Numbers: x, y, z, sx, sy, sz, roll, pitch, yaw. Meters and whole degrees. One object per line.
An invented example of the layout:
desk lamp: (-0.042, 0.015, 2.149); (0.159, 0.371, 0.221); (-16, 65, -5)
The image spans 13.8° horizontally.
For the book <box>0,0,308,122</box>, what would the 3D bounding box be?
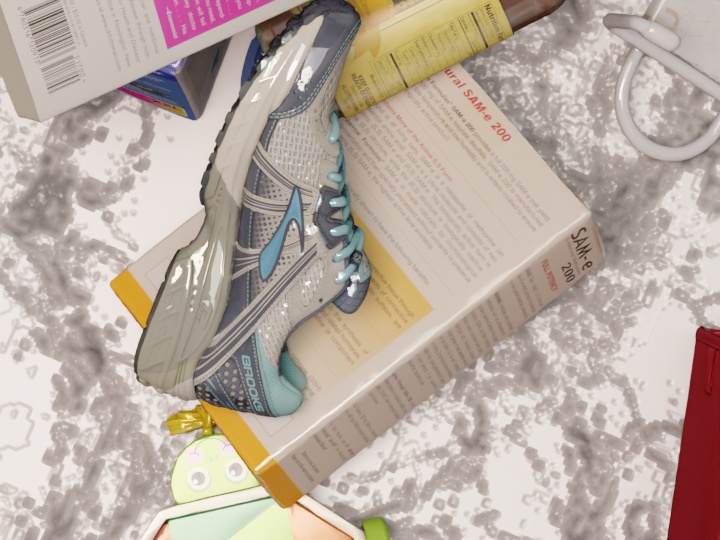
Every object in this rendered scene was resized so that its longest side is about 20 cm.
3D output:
book: (-0.075, -0.162, 1.265); (0.200, 0.048, 0.134); (-26, 112, -24)

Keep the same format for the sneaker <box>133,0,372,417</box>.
sneaker: (-0.029, -0.026, 1.329); (0.086, 0.078, 0.200); (22, 110, 2)

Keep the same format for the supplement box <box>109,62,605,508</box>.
supplement box: (0.000, 0.000, 1.413); (0.200, 0.074, 0.126); (-37, 69, -3)

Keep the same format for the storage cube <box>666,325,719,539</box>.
storage cube: (0.234, 0.128, 1.370); (0.171, 0.200, 0.180); (8, 93, -2)

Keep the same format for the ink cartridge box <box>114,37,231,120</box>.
ink cartridge box: (-0.089, -0.155, 1.372); (0.076, 0.200, 0.137); (20, 86, 0)

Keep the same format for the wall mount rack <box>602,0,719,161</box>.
wall mount rack: (0.220, -0.127, 1.444); (0.174, 0.075, 0.200); (30, 88, -18)

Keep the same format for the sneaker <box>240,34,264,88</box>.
sneaker: (0.012, -0.154, 1.446); (0.070, 0.078, 0.200); (34, 108, -2)

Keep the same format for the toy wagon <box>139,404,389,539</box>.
toy wagon: (-0.058, 0.162, 1.435); (0.155, 0.040, 0.200); (-12, 87, -2)

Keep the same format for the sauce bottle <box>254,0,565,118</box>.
sauce bottle: (0.050, -0.134, 1.377); (0.200, 0.065, 0.065); (-28, 88, 1)
